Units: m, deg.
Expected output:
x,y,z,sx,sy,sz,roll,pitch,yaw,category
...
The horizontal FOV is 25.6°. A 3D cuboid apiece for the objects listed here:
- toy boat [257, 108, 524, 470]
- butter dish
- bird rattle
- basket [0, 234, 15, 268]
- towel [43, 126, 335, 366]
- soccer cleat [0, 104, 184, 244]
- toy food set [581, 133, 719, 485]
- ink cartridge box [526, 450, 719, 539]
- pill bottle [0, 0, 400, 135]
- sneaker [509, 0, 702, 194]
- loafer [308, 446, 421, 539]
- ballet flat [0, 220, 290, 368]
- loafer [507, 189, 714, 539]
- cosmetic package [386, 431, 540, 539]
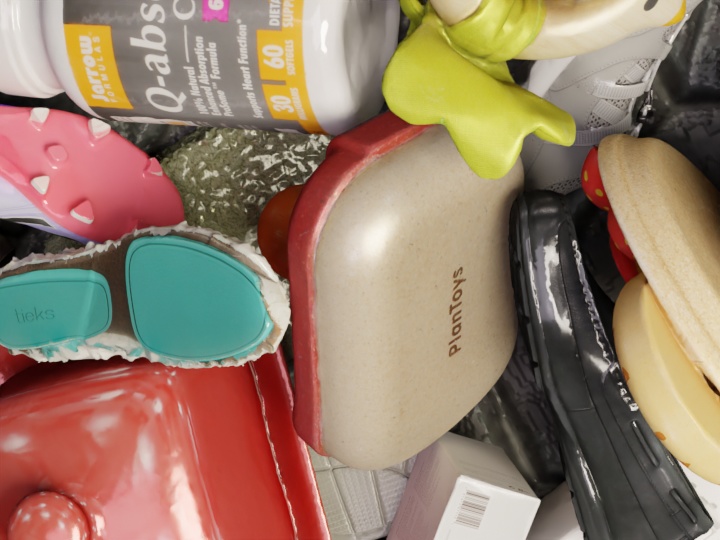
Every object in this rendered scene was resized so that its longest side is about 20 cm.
x,y,z,sx,sy,sz,roll,pitch,yaw,category
0.000,0.000,0.796,0.131,0.130,0.201,32,138,36,toy boat
-0.133,0.123,0.828,0.199,0.148,0.201,-14,91,17,butter dish
0.067,-0.153,0.676,0.162,0.113,0.201,-13,122,-7,bird rattle
-0.307,-0.018,0.881,0.200,0.136,0.181,34,90,-5,basket
-0.069,-0.008,0.882,0.199,0.036,0.149,-30,100,20,towel
-0.191,-0.053,0.832,0.199,0.067,0.076,17,155,-22,soccer cleat
0.164,0.026,0.723,0.049,0.201,0.198,-36,137,21,toy food set
0.178,0.161,0.860,0.147,0.083,0.200,46,112,-4,ink cartridge box
-0.088,-0.130,0.796,0.199,0.116,0.117,5,110,17,pill bottle
0.120,-0.091,0.798,0.082,0.075,0.200,38,124,-9,sneaker
-0.037,0.125,0.915,0.199,0.063,0.072,-14,86,14,loafer
-0.104,0.010,0.792,0.199,0.072,0.072,0,111,36,ballet flat
0.120,0.050,0.761,0.070,0.068,0.201,-16,111,7,loafer
0.031,0.192,0.837,0.050,0.083,0.201,17,100,-14,cosmetic package
